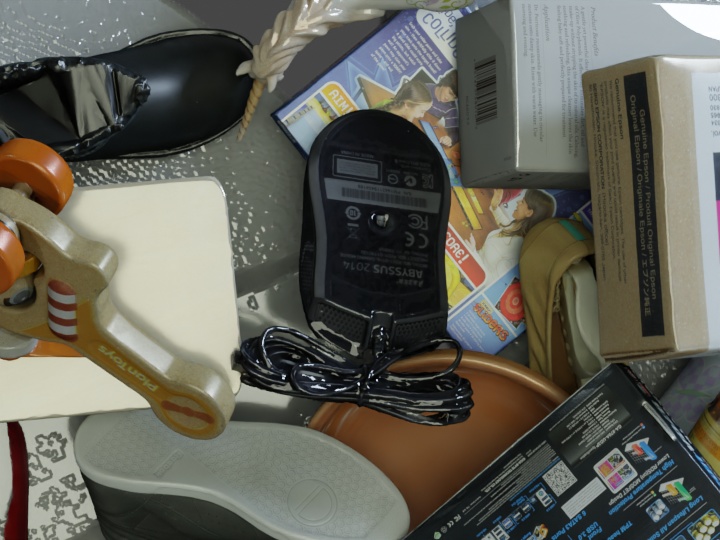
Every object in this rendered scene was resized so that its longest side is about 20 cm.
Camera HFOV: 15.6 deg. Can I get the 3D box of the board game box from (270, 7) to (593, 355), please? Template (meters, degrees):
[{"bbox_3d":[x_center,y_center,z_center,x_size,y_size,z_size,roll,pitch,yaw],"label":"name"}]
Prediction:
[{"bbox_3d":[0.059,-0.059,1.593,0.135,0.034,0.200,-38,97,-5],"label":"board game box"}]

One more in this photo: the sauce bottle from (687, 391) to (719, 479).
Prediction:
[{"bbox_3d":[0.187,0.162,1.530,0.066,0.066,0.201,27,106,-8],"label":"sauce bottle"}]

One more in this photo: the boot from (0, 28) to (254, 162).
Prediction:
[{"bbox_3d":[-0.145,-0.098,1.500,0.197,0.162,0.074,-12,91,-8],"label":"boot"}]

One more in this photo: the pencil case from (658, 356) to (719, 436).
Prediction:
[{"bbox_3d":[0.261,0.049,1.595,0.200,0.091,0.083,-53,139,-5],"label":"pencil case"}]

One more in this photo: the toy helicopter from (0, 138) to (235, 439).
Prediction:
[{"bbox_3d":[-0.157,0.031,1.424,0.200,0.132,0.079,37,47,-11],"label":"toy helicopter"}]

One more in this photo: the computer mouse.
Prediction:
[{"bbox_3d":[0.000,0.000,1.515,0.138,0.053,0.201,11,59,-9],"label":"computer mouse"}]

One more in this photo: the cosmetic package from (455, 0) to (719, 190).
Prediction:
[{"bbox_3d":[0.164,-0.103,1.556,0.199,0.085,0.108,2,83,-22],"label":"cosmetic package"}]

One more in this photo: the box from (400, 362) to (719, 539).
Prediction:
[{"bbox_3d":[0.121,0.174,1.478,0.200,0.046,0.159,-41,75,8],"label":"box"}]

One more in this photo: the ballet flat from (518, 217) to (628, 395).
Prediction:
[{"bbox_3d":[0.134,0.068,1.570,0.068,0.063,0.201,-19,109,-19],"label":"ballet flat"}]

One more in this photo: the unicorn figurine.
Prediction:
[{"bbox_3d":[0.008,-0.171,1.536,0.199,0.138,0.074,-15,126,30],"label":"unicorn figurine"}]

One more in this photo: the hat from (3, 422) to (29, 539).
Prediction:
[{"bbox_3d":[-0.177,0.233,1.578,0.165,0.176,0.200,17,128,-7],"label":"hat"}]

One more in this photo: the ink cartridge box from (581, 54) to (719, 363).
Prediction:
[{"bbox_3d":[0.229,-0.037,1.481,0.199,0.075,0.166,-4,87,-31],"label":"ink cartridge box"}]

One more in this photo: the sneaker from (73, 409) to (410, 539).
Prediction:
[{"bbox_3d":[-0.070,0.139,1.543,0.199,0.099,0.071,12,57,4],"label":"sneaker"}]

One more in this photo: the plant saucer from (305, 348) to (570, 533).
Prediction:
[{"bbox_3d":[0.057,0.133,1.564,0.199,0.037,0.201,3,116,7],"label":"plant saucer"}]

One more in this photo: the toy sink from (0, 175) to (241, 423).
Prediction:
[{"bbox_3d":[-0.172,0.016,1.526,0.199,0.112,0.131,-6,92,-3],"label":"toy sink"}]
